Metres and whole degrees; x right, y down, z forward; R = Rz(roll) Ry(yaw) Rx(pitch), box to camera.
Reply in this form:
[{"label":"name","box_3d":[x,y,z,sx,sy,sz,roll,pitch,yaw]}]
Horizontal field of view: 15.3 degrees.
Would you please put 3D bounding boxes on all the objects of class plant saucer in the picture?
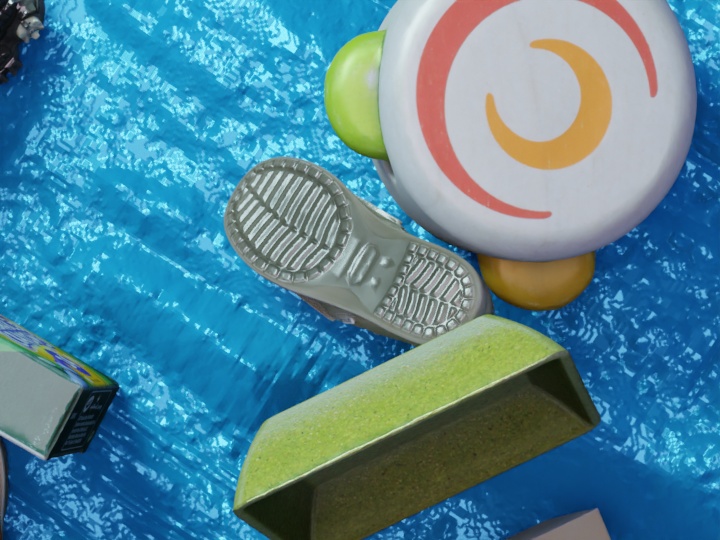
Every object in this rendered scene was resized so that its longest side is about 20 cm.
[{"label":"plant saucer","box_3d":[0.029,0.090,1.512,0.199,0.200,0.048,-25,72,3]}]

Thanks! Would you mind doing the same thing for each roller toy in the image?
[{"label":"roller toy","box_3d":[0.095,-0.096,1.534,0.200,0.140,0.183,43,87,-5]}]

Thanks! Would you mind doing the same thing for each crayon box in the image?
[{"label":"crayon box","box_3d":[-0.246,0.039,1.563,0.199,0.126,0.052,28,91,4]}]

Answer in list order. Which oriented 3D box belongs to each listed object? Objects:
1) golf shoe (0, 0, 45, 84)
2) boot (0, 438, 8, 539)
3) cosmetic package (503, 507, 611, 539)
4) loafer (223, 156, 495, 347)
[{"label":"golf shoe","box_3d":[-0.277,-0.114,1.608,0.200,0.077,0.088,-46,60,5]},{"label":"boot","box_3d":[-0.242,0.187,1.571,0.075,0.107,0.201,-6,90,1]},{"label":"cosmetic package","box_3d":[0.121,0.249,1.540,0.105,0.071,0.201,-23,88,-25]},{"label":"loafer","box_3d":[0.000,0.000,1.556,0.200,0.068,0.076,33,83,36]}]
